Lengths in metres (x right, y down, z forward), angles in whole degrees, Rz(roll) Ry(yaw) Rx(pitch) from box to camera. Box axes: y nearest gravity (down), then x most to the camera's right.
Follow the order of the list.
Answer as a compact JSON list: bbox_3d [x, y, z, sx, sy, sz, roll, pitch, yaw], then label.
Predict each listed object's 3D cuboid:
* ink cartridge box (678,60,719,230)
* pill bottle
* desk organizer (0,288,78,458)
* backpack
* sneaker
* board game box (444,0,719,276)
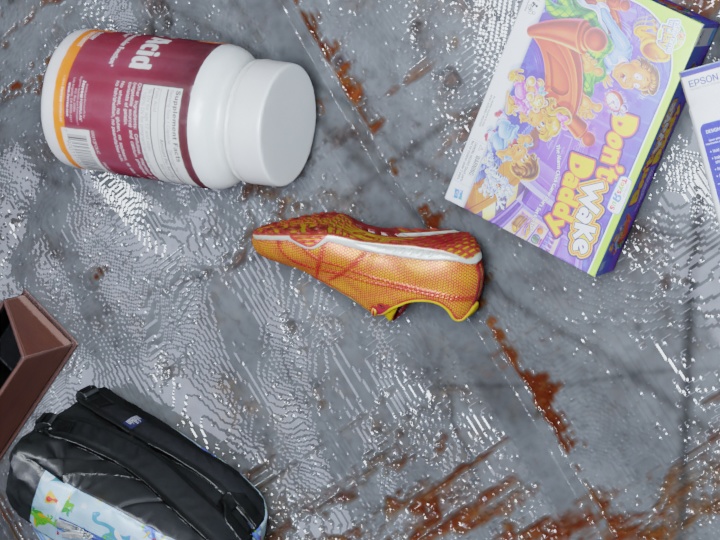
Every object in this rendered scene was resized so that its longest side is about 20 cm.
[{"bbox_3d":[0.299,-0.058,1.380,0.099,0.039,0.202,-12,97,28],"label":"ink cartridge box"},{"bbox_3d":[-0.144,-0.127,1.552,0.198,0.114,0.116,9,101,24],"label":"pill bottle"},{"bbox_3d":[-0.339,0.119,1.700,0.072,0.077,0.201,42,112,15],"label":"desk organizer"},{"bbox_3d":[-0.171,0.199,1.597,0.198,0.163,0.155,14,112,17],"label":"backpack"},{"bbox_3d":[0.000,0.000,1.524,0.198,0.073,0.078,12,112,27],"label":"sneaker"},{"bbox_3d":[0.161,-0.117,1.442,0.134,0.045,0.202,28,108,20],"label":"board game box"}]
